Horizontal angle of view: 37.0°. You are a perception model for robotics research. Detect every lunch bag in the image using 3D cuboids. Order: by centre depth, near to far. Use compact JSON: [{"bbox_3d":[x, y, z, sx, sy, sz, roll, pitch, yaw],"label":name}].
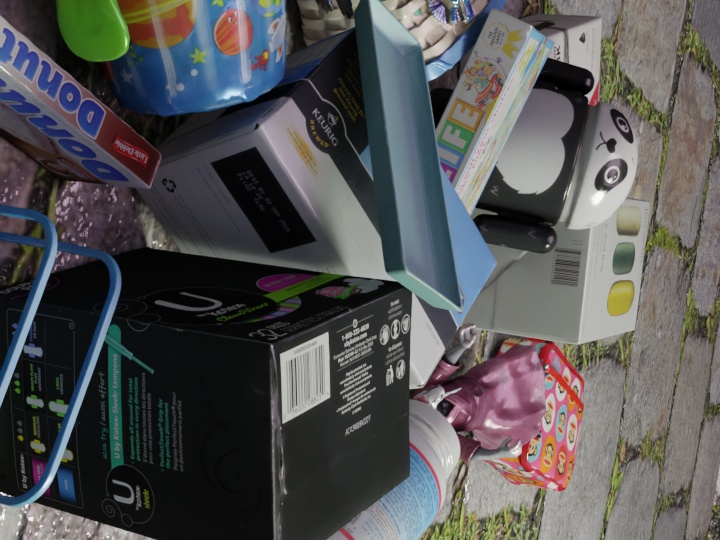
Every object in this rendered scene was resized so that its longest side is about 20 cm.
[{"bbox_3d":[0.211,0.164,1.298,0.200,0.082,0.177,42,58,-58],"label":"lunch bag"}]

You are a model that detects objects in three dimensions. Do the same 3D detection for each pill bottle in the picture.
[{"bbox_3d":[0.005,0.196,0.910,0.200,0.108,0.109,-40,131,-48],"label":"pill bottle"}]

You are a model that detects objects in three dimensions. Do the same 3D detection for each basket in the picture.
[{"bbox_3d":[0.041,-0.185,0.838,0.177,0.139,0.200,-57,140,-31],"label":"basket"}]

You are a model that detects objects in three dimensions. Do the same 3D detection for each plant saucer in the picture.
[{"bbox_3d":[0.026,-0.073,0.647,0.070,0.019,0.201,34,43,-50],"label":"plant saucer"}]

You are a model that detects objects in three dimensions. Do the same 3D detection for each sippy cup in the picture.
[{"bbox_3d":[-0.097,-0.159,0.589,0.177,0.139,0.131,-22,117,-30],"label":"sippy cup"}]

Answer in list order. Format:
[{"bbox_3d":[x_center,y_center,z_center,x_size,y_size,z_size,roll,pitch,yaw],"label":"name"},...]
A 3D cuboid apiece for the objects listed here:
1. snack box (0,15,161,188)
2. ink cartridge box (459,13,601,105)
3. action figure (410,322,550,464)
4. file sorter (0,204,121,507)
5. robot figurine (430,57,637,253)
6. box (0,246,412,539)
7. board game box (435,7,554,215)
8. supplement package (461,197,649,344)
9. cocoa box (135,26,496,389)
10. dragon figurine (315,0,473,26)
[{"bbox_3d":[-0.185,-0.099,0.537,0.200,0.072,0.024,44,59,-55],"label":"snack box"},{"bbox_3d":[0.185,-0.187,1.146,0.200,0.083,0.148,-32,126,-54],"label":"ink cartridge box"},{"bbox_3d":[0.103,0.130,1.103,0.199,0.149,0.135,-1,78,-41],"label":"action figure"},{"bbox_3d":[-0.219,0.010,0.457,0.200,0.122,0.139,39,63,-56],"label":"file sorter"},{"bbox_3d":[0.152,-0.109,0.986,0.125,0.199,0.151,-66,169,-60],"label":"robot figurine"},{"bbox_3d":[-0.090,0.067,0.616,0.148,0.199,0.125,-20,113,-57],"label":"box"},{"bbox_3d":[0.086,-0.099,0.848,0.201,0.034,0.134,-65,168,13],"label":"board game box"},{"bbox_3d":[0.205,-0.012,1.160,0.200,0.150,0.153,-2,99,-60],"label":"supplement package"},{"bbox_3d":[-0.026,-0.033,0.717,0.200,0.133,0.131,57,45,-22],"label":"cocoa box"},{"bbox_3d":[0.001,-0.231,0.686,0.099,0.059,0.200,-40,119,-11],"label":"dragon figurine"}]
